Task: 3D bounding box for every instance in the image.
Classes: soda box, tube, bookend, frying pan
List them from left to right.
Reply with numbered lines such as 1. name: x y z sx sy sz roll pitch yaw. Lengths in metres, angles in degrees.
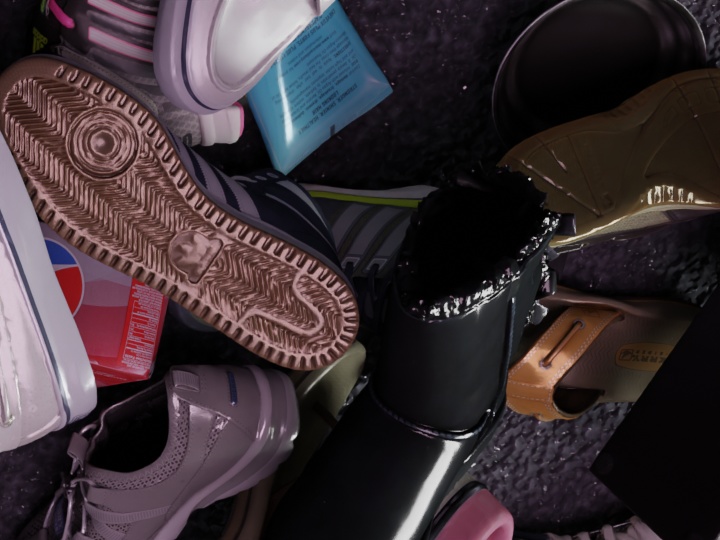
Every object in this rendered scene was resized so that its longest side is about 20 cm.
1. soda box: -0.193 0.003 1.208 0.200 0.070 0.064 16 76 -29
2. tube: -0.050 -0.142 1.218 0.077 0.050 0.200 -37 122 -15
3. frying pan: 0.125 -0.071 1.312 0.115 0.031 0.190 -18 132 -5
4. bookend: 0.259 0.073 1.344 0.200 0.092 0.199 23 104 -45

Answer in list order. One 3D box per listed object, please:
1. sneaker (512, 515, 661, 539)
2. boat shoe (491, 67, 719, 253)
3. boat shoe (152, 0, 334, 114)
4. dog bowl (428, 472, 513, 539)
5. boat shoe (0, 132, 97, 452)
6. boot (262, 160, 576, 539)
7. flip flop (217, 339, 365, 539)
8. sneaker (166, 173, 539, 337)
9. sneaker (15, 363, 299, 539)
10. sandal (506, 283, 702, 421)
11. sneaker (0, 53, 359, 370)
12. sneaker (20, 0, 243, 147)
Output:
1. sneaker: 0.122 0.165 1.393 0.129 0.080 0.199 33 112 -35
2. boat shoe: 0.135 -0.052 1.273 0.200 0.066 0.072 -18 89 -33
3. boat shoe: -0.025 -0.159 1.161 0.074 0.067 0.200 37 75 -47
4. dog bowl: 0.008 0.179 1.289 0.074 0.200 0.201 28 108 14
5. boat shoe: -0.193 -0.009 1.132 0.086 0.075 0.203 -28 109 -27
6. boot: 0.024 0.056 1.157 0.073 0.198 0.163 29 141 14
7. flip flop: -0.036 0.127 1.293 0.057 0.200 0.081 18 156 12
8. sneaker: 0.000 0.000 1.273 0.199 0.081 0.074 -10 121 -4
9. sneaker: -0.122 0.100 1.270 0.082 0.075 0.200 22 128 -37
10. sandal: 0.109 0.050 1.346 0.199 0.054 0.081 2 124 -19
11. sneaker: -0.087 -0.035 1.189 0.200 0.109 0.070 38 102 -13
12. sneaker: -0.125 -0.127 1.187 0.087 0.074 0.200 -29 124 -9
